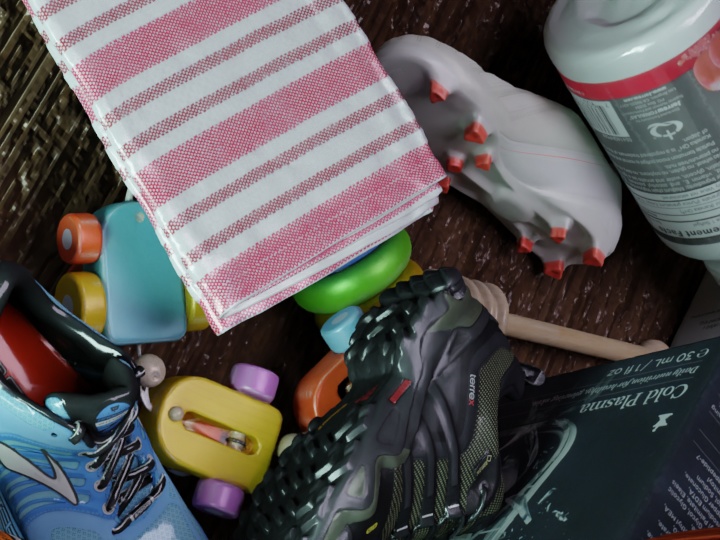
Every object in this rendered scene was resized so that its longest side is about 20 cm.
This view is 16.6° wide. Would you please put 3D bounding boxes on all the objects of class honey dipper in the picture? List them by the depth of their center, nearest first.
[{"bbox_3d":[0.103,0.033,1.320,0.200,0.038,0.038,13,71,-43],"label":"honey dipper"}]

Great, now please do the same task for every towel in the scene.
[{"bbox_3d":[-0.062,-0.086,1.098,0.146,0.030,0.200,-31,89,-36],"label":"towel"}]

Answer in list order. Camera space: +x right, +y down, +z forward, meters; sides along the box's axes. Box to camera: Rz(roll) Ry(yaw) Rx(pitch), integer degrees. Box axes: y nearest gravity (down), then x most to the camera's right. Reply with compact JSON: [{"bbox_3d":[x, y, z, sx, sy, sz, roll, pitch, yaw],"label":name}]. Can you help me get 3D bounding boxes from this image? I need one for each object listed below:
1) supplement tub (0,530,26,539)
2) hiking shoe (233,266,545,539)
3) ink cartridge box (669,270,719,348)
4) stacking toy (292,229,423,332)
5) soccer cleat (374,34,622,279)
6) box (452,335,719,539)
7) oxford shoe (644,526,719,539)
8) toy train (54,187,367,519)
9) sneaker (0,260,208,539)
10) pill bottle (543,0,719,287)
[{"bbox_3d":[-0.132,0.175,0.998,0.200,0.122,0.123,27,62,-37],"label":"supplement tub"},{"bbox_3d":[0.019,0.098,1.105,0.101,0.076,0.200,41,65,-21],"label":"hiking shoe"},{"bbox_3d":[0.271,0.039,1.446,0.147,0.083,0.200,49,52,-23],"label":"ink cartridge box"},{"bbox_3d":[0.000,0.000,1.204,0.085,0.085,0.200,-49,118,-39],"label":"stacking toy"},{"bbox_3d":[0.072,-0.072,1.300,0.200,0.069,0.078,40,50,-38],"label":"soccer cleat"},{"bbox_3d":[0.100,0.153,1.172,0.124,0.200,0.197,50,50,-21],"label":"box"},{"bbox_3d":[0.171,0.144,1.055,0.200,0.071,0.073,-3,85,-43],"label":"oxford shoe"},{"bbox_3d":[-0.060,0.026,1.136,0.150,0.056,0.200,-48,111,-27],"label":"toy train"},{"bbox_3d":[-0.123,0.075,1.053,0.200,0.090,0.078,52,50,-22],"label":"sneaker"},{"bbox_3d":[0.190,-0.077,1.334,0.200,0.110,0.111,55,48,-31],"label":"pill bottle"}]
